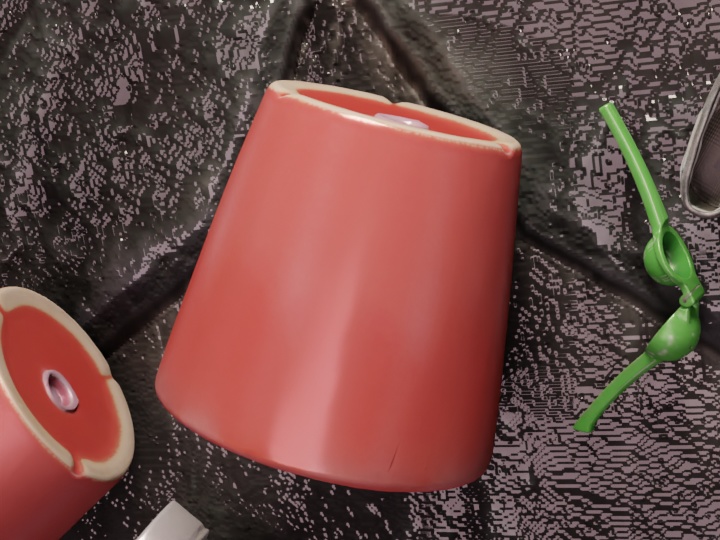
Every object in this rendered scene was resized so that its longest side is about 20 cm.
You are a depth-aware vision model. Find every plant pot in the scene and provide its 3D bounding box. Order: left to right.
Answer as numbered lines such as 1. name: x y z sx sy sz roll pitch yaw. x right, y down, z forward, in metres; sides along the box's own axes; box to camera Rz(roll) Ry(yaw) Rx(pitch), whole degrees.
1. plant pot: -0.255 0.116 0.922 0.176 0.200 0.201 -32 96 15
2. plant pot: 0.000 0.000 0.788 0.198 0.200 0.179 17 102 12

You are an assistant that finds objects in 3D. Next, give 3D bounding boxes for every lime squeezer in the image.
1. lime squeezer: 0.165 0.006 0.826 0.070 0.037 0.202 22 119 45

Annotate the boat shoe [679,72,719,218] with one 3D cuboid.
1. boat shoe: 0.227 -0.109 0.738 0.072 0.071 0.202 26 114 8

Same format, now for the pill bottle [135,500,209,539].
1. pill bottle: -0.079 0.252 0.943 0.200 0.114 0.114 40 116 2
